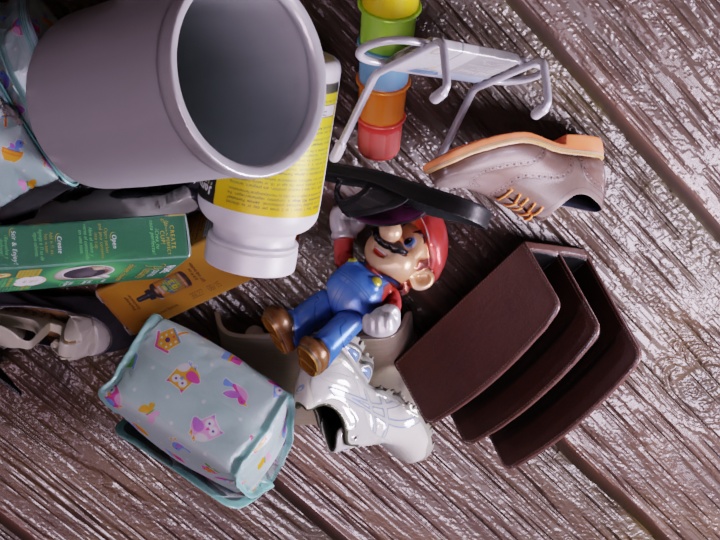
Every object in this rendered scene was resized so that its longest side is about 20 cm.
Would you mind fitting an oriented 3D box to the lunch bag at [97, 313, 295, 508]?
[{"bbox_3d":[-0.156,0.147,1.820,0.170,0.122,0.200,31,165,10],"label":"lunch bag"}]

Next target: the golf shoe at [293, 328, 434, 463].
[{"bbox_3d":[-0.004,0.147,1.793,0.078,0.097,0.200,0,143,43],"label":"golf shoe"}]

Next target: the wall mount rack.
[{"bbox_3d":[0.068,-0.148,1.617,0.200,0.075,0.174,5,164,-35],"label":"wall mount rack"}]

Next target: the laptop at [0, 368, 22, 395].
[{"bbox_3d":[-0.463,0.095,1.863,0.200,0.103,0.177,-36,116,27],"label":"laptop"}]

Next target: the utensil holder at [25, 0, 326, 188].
[{"bbox_3d":[-0.157,-0.152,1.509,0.200,0.170,0.170,-4,132,43],"label":"utensil holder"}]

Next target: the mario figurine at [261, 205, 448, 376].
[{"bbox_3d":[0.000,0.000,1.715,0.124,0.200,0.106,49,159,-3],"label":"mario figurine"}]

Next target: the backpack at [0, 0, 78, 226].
[{"bbox_3d":[-0.325,-0.165,1.610,0.153,0.176,0.200,-34,122,11],"label":"backpack"}]

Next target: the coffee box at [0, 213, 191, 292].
[{"bbox_3d":[-0.264,-0.015,1.659,0.199,0.044,0.123,-5,171,-17],"label":"coffee box"}]

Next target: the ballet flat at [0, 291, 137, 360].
[{"bbox_3d":[-0.315,0.059,1.845,0.199,0.073,0.073,12,127,-5],"label":"ballet flat"}]

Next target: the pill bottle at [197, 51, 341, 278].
[{"bbox_3d":[-0.086,-0.101,1.640,0.112,0.112,0.200,9,105,-2],"label":"pill bottle"}]

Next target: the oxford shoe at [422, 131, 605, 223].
[{"bbox_3d":[0.146,-0.081,1.638,0.200,0.073,0.071,-4,169,-32],"label":"oxford shoe"}]

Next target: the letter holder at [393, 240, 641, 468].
[{"bbox_3d":[0.154,0.090,1.766,0.100,0.142,0.200,6,139,-47],"label":"letter holder"}]

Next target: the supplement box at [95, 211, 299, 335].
[{"bbox_3d":[-0.159,-0.012,1.781,0.200,0.069,0.067,-25,121,20],"label":"supplement box"}]

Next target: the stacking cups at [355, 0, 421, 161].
[{"bbox_3d":[0.023,-0.192,1.642,0.060,0.061,0.200,5,133,1],"label":"stacking cups"}]

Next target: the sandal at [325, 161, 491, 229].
[{"bbox_3d":[0.025,-0.062,1.675,0.200,0.048,0.075,18,177,35],"label":"sandal"}]

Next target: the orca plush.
[{"bbox_3d":[-0.246,-0.066,1.746,0.200,0.071,0.105,-27,130,-1],"label":"orca plush"}]

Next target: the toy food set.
[{"bbox_3d":[-0.043,0.092,1.864,0.199,0.061,0.144,1,139,6],"label":"toy food set"}]
